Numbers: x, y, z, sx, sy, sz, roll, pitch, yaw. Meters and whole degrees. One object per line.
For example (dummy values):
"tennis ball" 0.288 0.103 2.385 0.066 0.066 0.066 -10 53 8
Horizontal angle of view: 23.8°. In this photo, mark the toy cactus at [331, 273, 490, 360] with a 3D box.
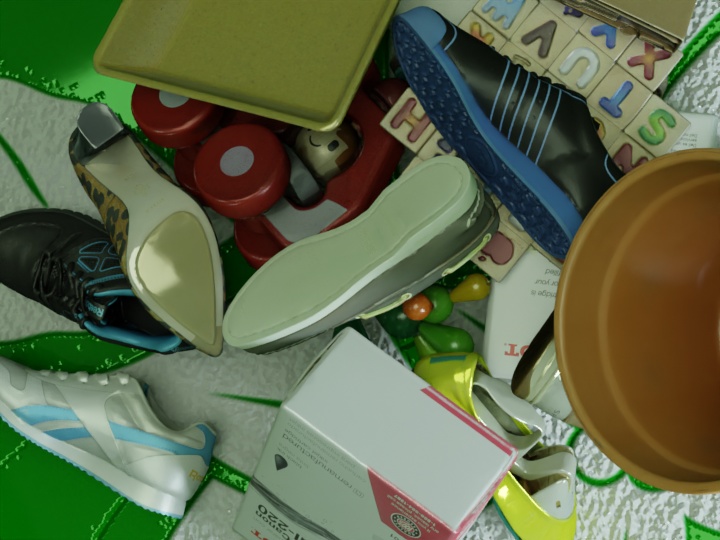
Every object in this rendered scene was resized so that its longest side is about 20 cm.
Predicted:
"toy cactus" 0.007 0.026 1.235 0.165 0.102 0.200 34 120 27

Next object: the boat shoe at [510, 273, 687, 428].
"boat shoe" 0.181 0.015 1.136 0.066 0.074 0.200 35 97 -5

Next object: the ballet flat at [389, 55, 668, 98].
"ballet flat" 0.123 -0.157 1.240 0.199 0.068 0.067 8 71 6

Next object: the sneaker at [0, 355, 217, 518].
"sneaker" -0.203 0.107 1.286 0.200 0.077 0.081 29 85 3

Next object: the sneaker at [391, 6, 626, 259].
"sneaker" 0.104 -0.103 1.134 0.078 0.070 0.200 -35 83 -19

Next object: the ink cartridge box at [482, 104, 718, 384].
"ink cartridge box" 0.170 -0.015 1.211 0.144 0.084 0.201 6 90 10

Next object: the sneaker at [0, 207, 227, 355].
"sneaker" -0.200 0.007 1.273 0.200 0.082 0.073 18 106 12

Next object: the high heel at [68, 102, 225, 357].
"high heel" -0.151 -0.026 1.250 0.071 0.143 0.200 -27 90 -9

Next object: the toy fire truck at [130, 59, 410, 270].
"toy fire truck" -0.053 -0.105 1.225 0.168 0.112 0.200 -40 59 -6

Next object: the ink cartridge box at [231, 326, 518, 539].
"ink cartridge box" 0.003 0.153 1.178 0.146 0.200 0.085 36 57 9

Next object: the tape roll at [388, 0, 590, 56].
"tape roll" 0.097 -0.237 1.219 0.202 0.037 0.203 -1 69 3

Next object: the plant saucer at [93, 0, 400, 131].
"plant saucer" -0.055 -0.188 1.172 0.200 0.048 0.200 16 71 27

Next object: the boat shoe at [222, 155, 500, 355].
"boat shoe" 0.001 0.002 1.140 0.201 0.060 0.072 -33 45 13

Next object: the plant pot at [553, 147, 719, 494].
"plant pot" 0.236 0.033 1.031 0.200 0.140 0.201 -5 82 44

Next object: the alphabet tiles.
"alphabet tiles" 0.118 -0.100 1.164 0.166 0.006 0.200 39 94 0

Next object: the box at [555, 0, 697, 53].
"box" 0.170 -0.256 1.179 0.163 0.021 0.200 24 58 -1

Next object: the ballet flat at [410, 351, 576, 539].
"ballet flat" 0.109 0.129 1.187 0.067 0.067 0.200 -24 119 32
